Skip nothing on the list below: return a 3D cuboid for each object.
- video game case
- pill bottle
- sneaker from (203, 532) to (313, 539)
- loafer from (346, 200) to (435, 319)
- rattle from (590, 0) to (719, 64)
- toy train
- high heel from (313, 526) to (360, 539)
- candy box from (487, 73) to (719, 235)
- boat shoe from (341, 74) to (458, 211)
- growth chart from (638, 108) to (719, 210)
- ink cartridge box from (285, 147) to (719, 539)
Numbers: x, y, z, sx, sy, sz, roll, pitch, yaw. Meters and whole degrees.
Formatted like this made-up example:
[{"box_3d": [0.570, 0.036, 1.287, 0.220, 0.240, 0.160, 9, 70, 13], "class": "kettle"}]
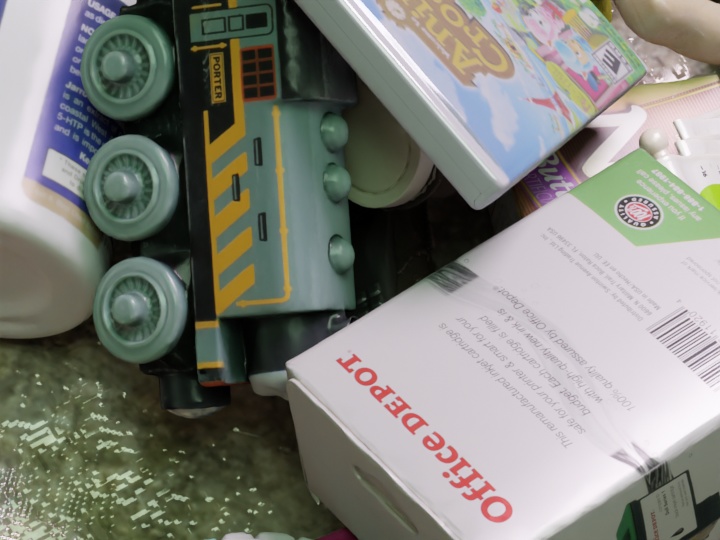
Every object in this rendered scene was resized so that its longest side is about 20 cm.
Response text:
[{"box_3d": [0.027, -0.133, 1.296, 0.200, 0.022, 0.182, 50, 32, 2], "class": "video game case"}, {"box_3d": [-0.155, -0.082, 1.353, 0.119, 0.120, 0.201, 12, 61, 0], "class": "pill bottle"}, {"box_3d": [0.008, 0.164, 1.216, 0.199, 0.091, 0.078, 19, 92, -20], "class": "sneaker"}, {"box_3d": [0.000, 0.000, 1.366, 0.073, 0.071, 0.201, -16, 49, 22], "class": "loafer"}, {"box_3d": [0.151, -0.131, 1.471, 0.130, 0.143, 0.200, 44, 29, 23], "class": "rattle"}, {"box_3d": [-0.055, -0.038, 1.283, 0.113, 0.085, 0.201, -5, 86, 27], "class": "toy train"}, {"box_3d": [-0.017, 0.106, 1.294, 0.096, 0.067, 0.200, 42, 68, 3], "class": "high heel"}, {"box_3d": [0.133, 0.012, 1.373, 0.116, 0.057, 0.201, -7, 64, -11], "class": "candy box"}, {"box_3d": [-0.021, -0.104, 1.342, 0.059, 0.072, 0.200, -1, 43, -52], "class": "boat shoe"}, {"box_3d": [0.213, -0.030, 1.384, 0.200, 0.018, 0.145, -24, 76, -44], "class": "growth chart"}, {"box_3d": [0.089, 0.057, 1.243, 0.199, 0.085, 0.146, -31, 50, -21], "class": "ink cartridge box"}]
